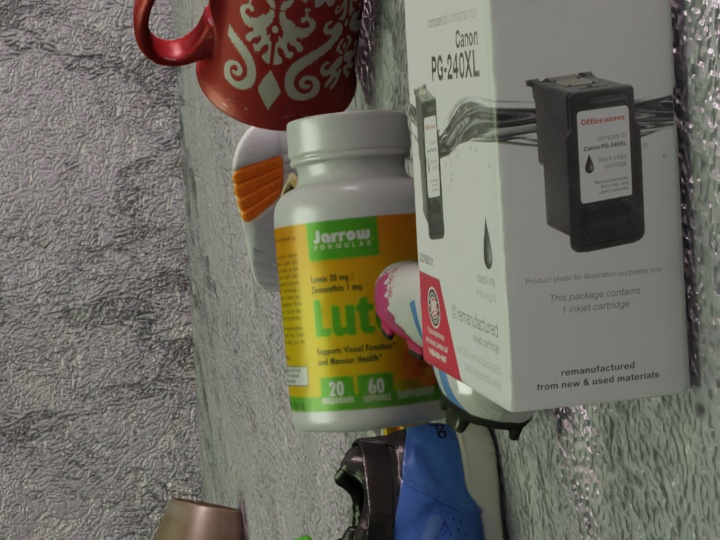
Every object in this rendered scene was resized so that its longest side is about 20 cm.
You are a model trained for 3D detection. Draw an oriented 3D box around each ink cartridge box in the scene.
[{"bbox_3d":[0.076,-0.053,0.657,0.145,0.082,0.203,-157,62,-77],"label":"ink cartridge box"}]

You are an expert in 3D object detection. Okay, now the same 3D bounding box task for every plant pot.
[{"bbox_3d":[-0.260,0.459,2.389,0.200,0.197,0.176,152,129,-78],"label":"plant pot"}]

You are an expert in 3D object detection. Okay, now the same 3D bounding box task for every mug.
[{"bbox_3d":[-0.067,-0.215,1.126,0.133,0.177,0.201,42,143,24],"label":"mug"}]

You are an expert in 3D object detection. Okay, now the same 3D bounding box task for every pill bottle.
[{"bbox_3d":[0.000,0.000,0.993,0.111,0.109,0.203,170,94,-79],"label":"pill bottle"}]

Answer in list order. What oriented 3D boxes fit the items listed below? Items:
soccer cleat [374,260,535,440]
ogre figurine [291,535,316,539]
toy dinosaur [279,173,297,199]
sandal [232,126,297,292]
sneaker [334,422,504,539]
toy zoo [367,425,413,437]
[{"bbox_3d":[0.061,0.019,0.842,0.200,0.069,0.087,-126,49,-65],"label":"soccer cleat"},{"bbox_3d":[-0.032,0.357,1.359,0.120,0.097,0.203,-93,11,-82],"label":"ogre figurine"},{"bbox_3d":[-0.027,-0.077,1.288,0.101,0.058,0.202,-48,54,55],"label":"toy dinosaur"},{"bbox_3d":[-0.094,-0.074,1.522,0.059,0.078,0.209,-114,20,-51],"label":"sandal"},{"bbox_3d":[0.036,0.193,0.897,0.077,0.110,0.203,123,141,-72],"label":"sneaker"},{"bbox_3d":[0.024,0.075,1.135,0.131,0.020,0.203,-142,48,-75],"label":"toy zoo"}]
